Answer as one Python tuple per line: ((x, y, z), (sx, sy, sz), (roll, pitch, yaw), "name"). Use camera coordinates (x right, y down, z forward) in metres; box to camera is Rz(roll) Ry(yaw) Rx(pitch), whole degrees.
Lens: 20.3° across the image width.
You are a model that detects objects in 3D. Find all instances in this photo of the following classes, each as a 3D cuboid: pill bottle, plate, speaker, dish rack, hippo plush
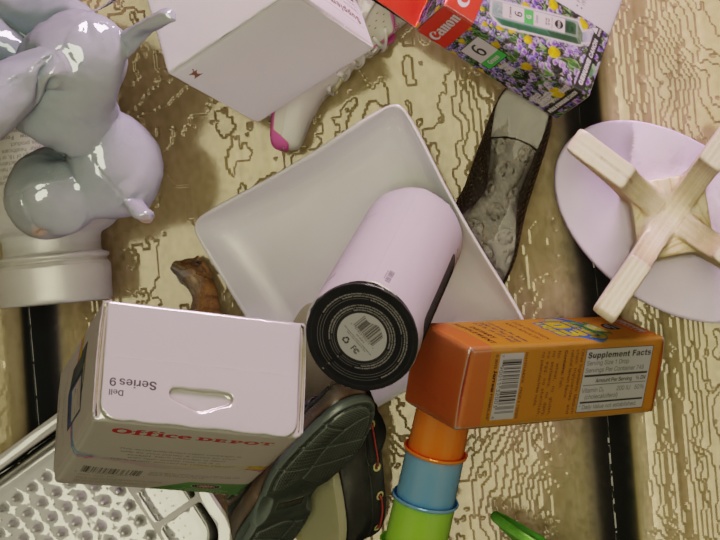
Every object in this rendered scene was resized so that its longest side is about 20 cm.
((-0.244, -0.075, 1.558), (0.113, 0.114, 0.202), (-5, 89, 4), "pill bottle")
((0.000, 0.000, 1.558), (0.199, 0.032, 0.201), (-29, 97, 19), "plate")
((0.020, 0.009, 1.432), (0.080, 0.200, 0.082), (4, 111, 10), "speaker")
((-0.215, 0.201, 1.594), (0.199, 0.044, 0.172), (-35, 89, 3), "dish rack")
((-0.210, -0.116, 1.458), (0.198, 0.160, 0.162), (-24, 126, -1), "hippo plush")

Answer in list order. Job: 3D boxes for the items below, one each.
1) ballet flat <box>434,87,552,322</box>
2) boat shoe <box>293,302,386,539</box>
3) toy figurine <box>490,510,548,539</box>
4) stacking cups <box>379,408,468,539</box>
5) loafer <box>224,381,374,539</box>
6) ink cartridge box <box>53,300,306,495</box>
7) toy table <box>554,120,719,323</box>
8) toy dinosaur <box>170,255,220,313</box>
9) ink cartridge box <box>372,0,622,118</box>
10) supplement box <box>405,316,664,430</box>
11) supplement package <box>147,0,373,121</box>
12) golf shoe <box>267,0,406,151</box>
((0.101, -0.053, 1.573), (0.067, 0.046, 0.202), (19, 96, 5), "ballet flat")
((-0.019, 0.118, 1.548), (0.073, 0.063, 0.204), (12, 110, 43), "boat shoe")
((0.136, 0.311, 1.520), (0.199, 0.150, 0.185), (31, 90, 25), "toy figurine")
((0.054, 0.156, 1.547), (0.060, 0.061, 0.202), (12, 102, 4), "stacking cups")
((-0.056, 0.139, 1.503), (0.063, 0.071, 0.201), (58, 136, 28), "loafer")
((-0.131, 0.095, 1.418), (0.144, 0.200, 0.088), (6, 73, -14), "ink cartridge box")
((0.238, -0.040, 1.524), (0.198, 0.117, 0.185), (24, 92, 5), "toy table")
((-0.113, 0.084, 1.566), (0.105, 0.060, 0.202), (-20, 85, -21), "toy dinosaur")
((0.096, -0.214, 1.516), (0.199, 0.050, 0.110), (30, 62, -15), "ink cartridge box")
((0.132, 0.074, 1.497), (0.199, 0.066, 0.070), (1, 106, -38), "supplement box")
((-0.090, -0.236, 1.498), (0.116, 0.117, 0.202), (-29, 62, 22), "supplement package")
((-0.013, -0.183, 1.564), (0.091, 0.075, 0.202), (19, 93, 0), "golf shoe")
